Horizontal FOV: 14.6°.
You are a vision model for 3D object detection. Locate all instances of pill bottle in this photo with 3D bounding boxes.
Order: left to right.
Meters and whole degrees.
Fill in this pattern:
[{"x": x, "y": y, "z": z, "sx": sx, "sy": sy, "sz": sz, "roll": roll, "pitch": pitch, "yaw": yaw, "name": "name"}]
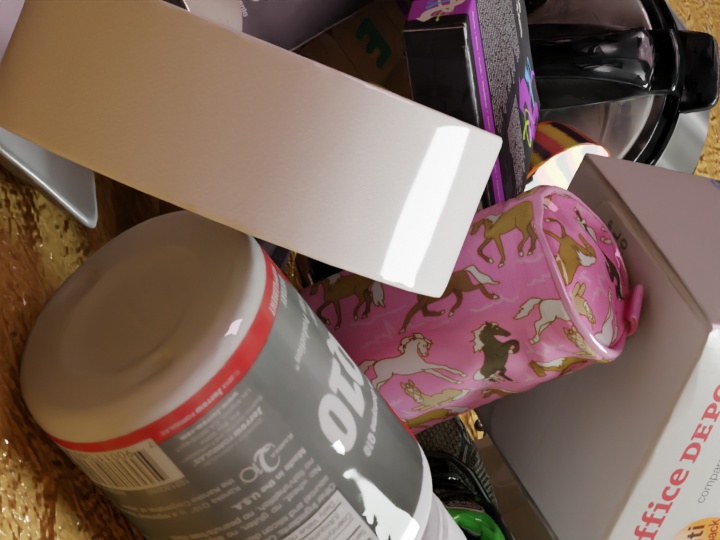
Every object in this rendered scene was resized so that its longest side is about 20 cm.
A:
[{"x": -0.041, "y": 0.080, "z": 1.164, "sx": 0.200, "sy": 0.114, "sz": 0.114, "roll": 52, "pitch": 26, "yaw": -36, "name": "pill bottle"}]

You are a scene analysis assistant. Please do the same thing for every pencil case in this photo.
[{"x": 0.025, "y": 0.033, "z": 1.249, "sx": 0.086, "sy": 0.200, "sz": 0.083, "roll": 12, "pitch": 57, "yaw": -58, "name": "pencil case"}]

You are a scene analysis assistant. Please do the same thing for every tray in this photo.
[{"x": -0.157, "y": -0.119, "z": 1.215, "sx": 0.107, "sy": 0.022, "sz": 0.201, "roll": 42, "pitch": 33, "yaw": -48, "name": "tray"}]

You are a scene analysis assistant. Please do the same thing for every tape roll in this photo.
[{"x": -0.046, "y": -0.057, "z": 1.123, "sx": 0.202, "sy": 0.202, "sz": 0.071, "roll": 15, "pitch": 97, "yaw": -65, "name": "tape roll"}]

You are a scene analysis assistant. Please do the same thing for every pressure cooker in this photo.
[{"x": 0.103, "y": -0.104, "z": 1.603, "sx": 0.179, "sy": 0.176, "sz": 0.200, "roll": 46, "pitch": 5, "yaw": 14, "name": "pressure cooker"}]

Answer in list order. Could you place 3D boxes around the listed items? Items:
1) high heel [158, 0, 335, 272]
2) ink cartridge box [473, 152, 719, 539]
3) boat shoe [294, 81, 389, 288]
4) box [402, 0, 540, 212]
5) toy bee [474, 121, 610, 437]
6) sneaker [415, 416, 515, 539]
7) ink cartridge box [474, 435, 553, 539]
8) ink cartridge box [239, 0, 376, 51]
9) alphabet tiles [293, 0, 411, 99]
[{"x": -0.099, "y": -0.068, "z": 1.286, "sx": 0.200, "sy": 0.143, "sz": 0.071, "roll": 39, "pitch": 17, "yaw": 29, "name": "high heel"}, {"x": 0.182, "y": 0.056, "z": 1.322, "sx": 0.199, "sy": 0.148, "sz": 0.145, "roll": 9, "pitch": 29, "yaw": -29, "name": "ink cartridge box"}, {"x": 0.000, "y": 0.000, "z": 1.341, "sx": 0.200, "sy": 0.074, "sz": 0.067, "roll": 73, "pitch": 14, "yaw": -47, "name": "boat shoe"}, {"x": 0.057, "y": -0.099, "z": 1.392, "sx": 0.200, "sy": 0.036, "sz": 0.143, "roll": -72, "pitch": 155, "yaw": -59, "name": "box"}, {"x": 0.066, "y": 0.020, "z": 1.492, "sx": 0.108, "sy": 0.131, "sz": 0.201, "roll": 0, "pitch": 92, "yaw": -36, "name": "toy bee"}, {"x": 0.045, "y": 0.124, "z": 1.320, "sx": 0.200, "sy": 0.078, "sz": 0.085, "roll": -107, "pitch": -156, "yaw": -44, "name": "sneaker"}, {"x": 0.127, "y": 0.165, "z": 1.471, "sx": 0.200, "sy": 0.128, "sz": 0.125, "roll": 51, "pitch": 26, "yaw": -34, "name": "ink cartridge box"}, {"x": -0.019, "y": -0.174, "z": 1.392, "sx": 0.200, "sy": 0.037, "sz": 0.095, "roll": -35, "pitch": 106, "yaw": -44, "name": "ink cartridge box"}, {"x": -0.032, "y": -0.111, "z": 1.400, "sx": 0.196, "sy": 0.015, "sz": 0.200, "roll": 54, "pitch": 50, "yaw": -24, "name": "alphabet tiles"}]
